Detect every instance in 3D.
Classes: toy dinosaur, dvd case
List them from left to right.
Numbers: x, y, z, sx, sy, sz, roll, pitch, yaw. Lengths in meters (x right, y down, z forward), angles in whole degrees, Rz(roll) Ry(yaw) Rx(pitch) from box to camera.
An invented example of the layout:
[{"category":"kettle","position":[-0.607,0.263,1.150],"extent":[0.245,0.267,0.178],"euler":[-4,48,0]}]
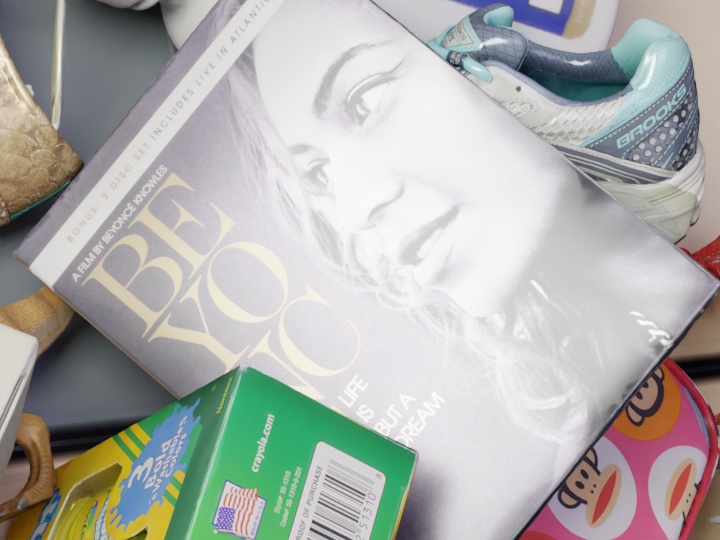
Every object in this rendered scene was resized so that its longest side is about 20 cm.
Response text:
[{"category":"toy dinosaur","position":[-0.139,0.037,0.868],"extent":[0.199,0.060,0.107],"euler":[-22,83,-35]},{"category":"dvd case","position":[0.000,0.000,0.869],"extent":[0.200,0.016,0.149],"euler":[40,89,13]}]

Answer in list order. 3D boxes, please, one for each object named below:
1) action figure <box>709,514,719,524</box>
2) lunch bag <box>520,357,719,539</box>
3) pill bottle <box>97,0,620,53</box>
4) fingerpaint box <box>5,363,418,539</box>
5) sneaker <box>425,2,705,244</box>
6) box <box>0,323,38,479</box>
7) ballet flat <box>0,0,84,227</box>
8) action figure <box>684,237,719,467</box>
[{"category":"action figure","position":[0.202,0.150,0.966],"extent":[0.070,0.130,0.200],"euler":[-51,132,-17]},{"category":"lunch bag","position":[0.052,0.099,0.945],"extent":[0.176,0.082,0.201],"euler":[40,56,-13]},{"category":"pill bottle","position":[-0.011,-0.124,0.967],"extent":[0.199,0.120,0.121],"euler":[15,65,-26]},{"category":"fingerpaint box","position":[-0.076,0.149,0.798],"extent":[0.073,0.167,0.201],"euler":[28,61,-21]},{"category":"sneaker","position":[0.028,-0.056,0.920],"extent":[0.198,0.087,0.078],"euler":[-5,34,-8]},{"category":"box","position":[-0.206,0.032,0.778],"extent":[0.199,0.095,0.078],"euler":[23,62,-4]},{"category":"ballet flat","position":[-0.143,-0.114,0.914],"extent":[0.065,0.071,0.202],"euler":[-13,87,-10]},{"category":"action figure","position":[0.216,0.030,1.044],"extent":[0.065,0.198,0.100],"euler":[-57,151,-64]}]
